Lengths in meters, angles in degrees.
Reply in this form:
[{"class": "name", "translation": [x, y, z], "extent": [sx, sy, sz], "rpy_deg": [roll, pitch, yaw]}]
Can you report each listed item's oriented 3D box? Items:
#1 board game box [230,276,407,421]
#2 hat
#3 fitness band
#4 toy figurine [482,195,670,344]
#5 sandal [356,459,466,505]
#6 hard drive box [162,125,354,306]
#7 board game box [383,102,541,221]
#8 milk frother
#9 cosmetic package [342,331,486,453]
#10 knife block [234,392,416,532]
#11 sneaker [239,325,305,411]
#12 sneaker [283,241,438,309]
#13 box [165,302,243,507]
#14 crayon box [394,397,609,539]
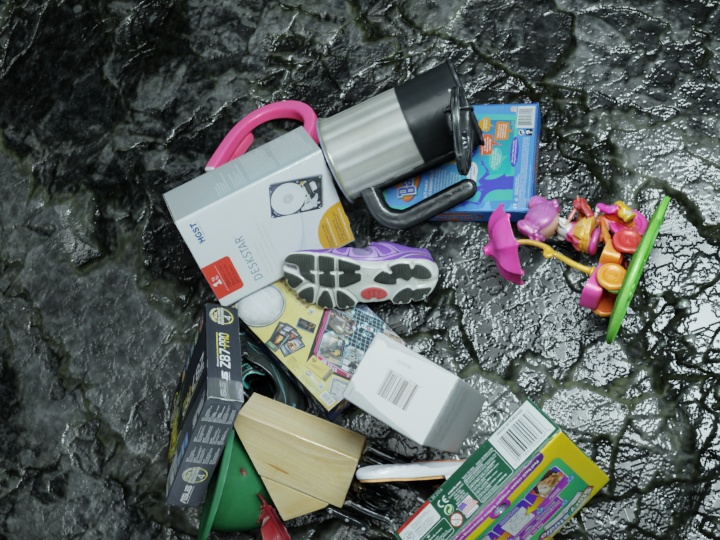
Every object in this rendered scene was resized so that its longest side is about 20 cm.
[{"class": "board game box", "translation": [-0.055, 0.079, 1.035], "extent": [0.135, 0.035, 0.200], "rpy_deg": [-38, 64, -19]}, {"class": "hat", "translation": [-0.102, 0.287, 1.003], "extent": [0.175, 0.166, 0.201], "rpy_deg": [15, 104, -10]}, {"class": "fitness band", "translation": [-0.137, -0.167, 1.125], "extent": [0.143, 0.037, 0.200], "rpy_deg": [5, 52, 30]}, {"class": "toy figurine", "translation": [0.243, -0.037, 0.935], "extent": [0.184, 0.150, 0.200], "rpy_deg": [22, 60, 20]}, {"class": "sandal", "translation": [0.079, 0.245, 0.890], "extent": [0.079, 0.206, 0.059], "rpy_deg": [-15, 72, 51]}, {"class": "hard drive box", "translation": [-0.127, -0.068, 1.028], "extent": [0.200, 0.156, 0.077], "rpy_deg": [-28, 42, -6]}, {"class": "board game box", "translation": [0.134, -0.143, 1.055], "extent": [0.199, 0.045, 0.153], "rpy_deg": [3, 76, 18]}, {"class": "milk frother", "translation": [0.049, -0.157, 0.955], "extent": [0.188, 0.200, 0.181], "rpy_deg": [-24, 72, 11]}, {"class": "cosmetic package", "translation": [0.068, 0.145, 0.908], "extent": [0.107, 0.200, 0.085], "rpy_deg": [28, 86, 21]}, {"class": "knife block", "translation": [-0.032, 0.219, 0.951], "extent": [0.175, 0.064, 0.200], "rpy_deg": [-24, 98, 14]}, {"class": "sneaker", "translation": [-0.147, 0.118, 1.055], "extent": [0.075, 0.079, 0.200], "rpy_deg": [-45, 65, 2]}, {"class": "sneaker", "translation": [0.000, 0.000, 1.033], "extent": [0.199, 0.084, 0.081], "rpy_deg": [3, 119, -1]}, {"class": "box", "translation": [-0.195, 0.167, 0.981], "extent": [0.161, 0.049, 0.200], "rpy_deg": [-106, 34, -49]}, {"class": "crayon box", "translation": [0.158, 0.254, 0.858], "extent": [0.200, 0.173, 0.058], "rpy_deg": [-45, 47, 1]}]
